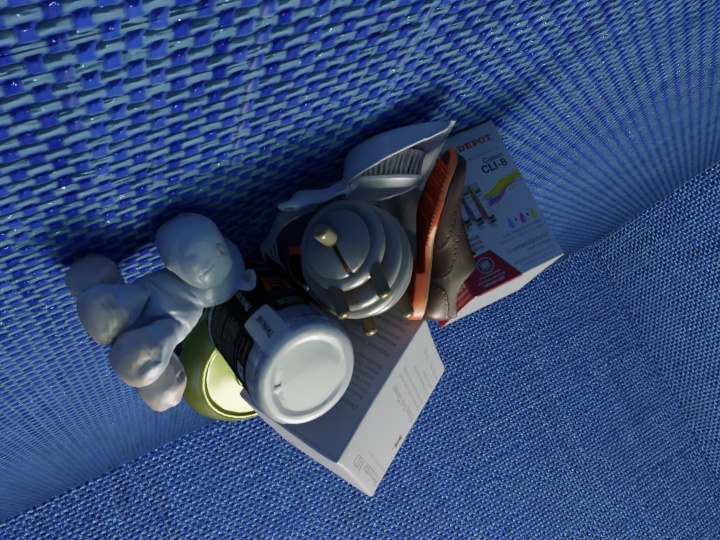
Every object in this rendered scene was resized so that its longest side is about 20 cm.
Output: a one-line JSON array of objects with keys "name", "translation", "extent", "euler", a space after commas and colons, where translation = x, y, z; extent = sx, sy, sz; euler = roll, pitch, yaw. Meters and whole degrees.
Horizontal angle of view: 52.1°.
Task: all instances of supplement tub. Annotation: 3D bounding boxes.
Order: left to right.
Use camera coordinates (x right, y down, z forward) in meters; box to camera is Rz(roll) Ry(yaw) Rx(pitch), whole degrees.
[{"name": "supplement tub", "translation": [-0.100, 0.071, 0.833], "extent": [0.120, 0.125, 0.199], "euler": [-21, -148, -23]}]

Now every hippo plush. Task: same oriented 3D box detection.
[{"name": "hippo plush", "translation": [-0.181, 0.037, 0.757], "extent": [0.159, 0.160, 0.201], "euler": [-36, 151, -9]}]

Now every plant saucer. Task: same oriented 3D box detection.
[{"name": "plant saucer", "translation": [-0.145, 0.125, 0.985], "extent": [0.196, 0.031, 0.205], "euler": [-17, 126, -24]}]

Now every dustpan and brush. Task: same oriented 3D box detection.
[{"name": "dustpan and brush", "translation": [0.003, -0.102, 0.812], "extent": [0.194, 0.059, 0.140], "euler": [-7, 163, -10]}]

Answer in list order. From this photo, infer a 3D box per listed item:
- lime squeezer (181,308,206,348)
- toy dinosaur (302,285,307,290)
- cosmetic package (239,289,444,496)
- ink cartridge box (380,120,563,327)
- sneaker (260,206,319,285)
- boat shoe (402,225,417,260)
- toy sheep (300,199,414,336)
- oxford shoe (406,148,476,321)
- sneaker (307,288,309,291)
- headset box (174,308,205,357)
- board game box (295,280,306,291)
[{"name": "lime squeezer", "translation": [-0.167, 0.026, 0.997], "extent": [0.200, 0.037, 0.072], "euler": [-46, 143, -45]}, {"name": "toy dinosaur", "translation": [-0.090, 0.073, 1.129], "extent": [0.202, 0.086, 0.048], "euler": [-67, 175, -49]}, {"name": "cosmetic package", "translation": [-0.017, 0.144, 0.955], "extent": [0.202, 0.164, 0.168], "euler": [-56, 151, -16]}, {"name": "ink cartridge box", "translation": [0.138, -0.060, 0.971], "extent": [0.143, 0.204, 0.145], "euler": [-23, 167, -18]}, {"name": "sneaker", "translation": [-0.080, -0.016, 0.951], "extent": [0.074, 0.086, 0.200], "euler": [-23, 171, -14]}, {"name": "boat shoe", "translation": [0.045, -0.031, 0.959], "extent": [0.061, 0.198, 0.075], "euler": [-1, 115, -48]}, {"name": "toy sheep", "translation": [-0.004, -0.010, 0.807], "extent": [0.135, 0.140, 0.200], "euler": [-27, 157, 6]}, {"name": "oxford shoe", "translation": [0.100, -0.038, 0.843], "extent": [0.070, 0.205, 0.072], "euler": [7, -156, -9]}, {"name": "sneaker", "translation": [0.000, 0.000, 1.112], "extent": [0.201, 0.075, 0.078], "euler": [-51, -167, -29]}, {"name": "headset box", "translation": [-0.231, 0.089, 1.111], "extent": [0.147, 0.076, 0.199], "euler": [-32, 168, 19]}, {"name": "board game box", "translation": [-0.122, 0.090, 1.028], "extent": [0.158, 0.039, 0.200], "euler": [-45, 133, -2]}]
